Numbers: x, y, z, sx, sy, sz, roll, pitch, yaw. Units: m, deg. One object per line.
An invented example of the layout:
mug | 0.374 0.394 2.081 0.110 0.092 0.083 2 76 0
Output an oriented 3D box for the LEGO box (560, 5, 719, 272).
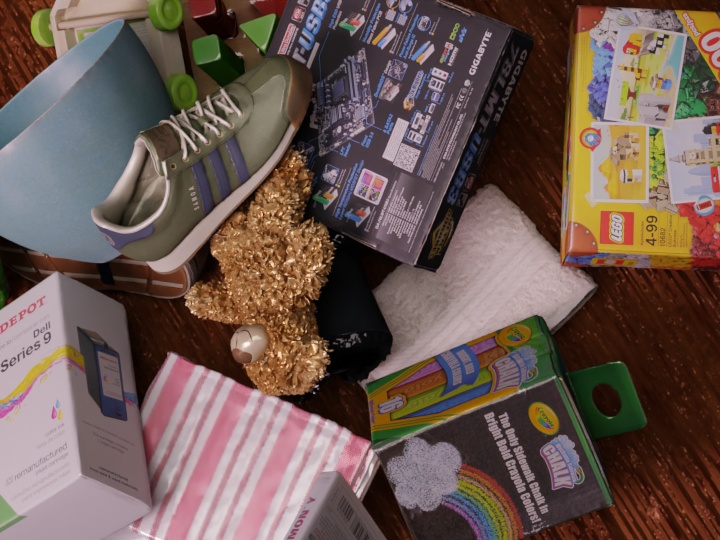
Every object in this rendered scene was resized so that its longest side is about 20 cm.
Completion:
LEGO box | 0.239 -0.103 1.671 0.149 0.077 0.200 2 80 1

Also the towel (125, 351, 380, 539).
towel | -0.097 0.167 1.656 0.200 0.030 0.147 23 83 17

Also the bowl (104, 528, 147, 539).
bowl | -0.153 0.266 1.699 0.200 0.075 0.200 -27 77 5

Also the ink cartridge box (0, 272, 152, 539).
ink cartridge box | -0.256 0.125 1.678 0.145 0.087 0.200 -31 49 25

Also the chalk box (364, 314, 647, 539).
chalk box | 0.119 0.125 1.622 0.200 0.124 0.125 -21 111 5

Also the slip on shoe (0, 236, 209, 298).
slip on shoe | -0.224 -0.026 1.774 0.200 0.076 0.061 7 42 20

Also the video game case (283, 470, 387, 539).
video game case | -0.012 0.285 1.580 0.023 0.200 0.182 -8 37 37

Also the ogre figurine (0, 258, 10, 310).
ogre figurine | -0.355 0.005 1.733 0.120 0.200 0.098 -14 52 -9

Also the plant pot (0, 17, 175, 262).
plant pot | -0.219 -0.086 1.673 0.200 0.200 0.135 -42 107 2

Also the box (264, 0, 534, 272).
box | 0.010 -0.127 1.634 0.198 0.050 0.200 25 96 30

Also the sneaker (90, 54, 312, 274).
sneaker | -0.125 -0.088 1.577 0.200 0.090 0.067 -51 48 12

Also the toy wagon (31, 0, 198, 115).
toy wagon | -0.202 -0.156 1.768 0.155 0.040 0.200 -1 104 39

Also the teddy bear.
teddy bear | -0.077 -0.003 1.609 0.145 0.067 0.200 7 91 33

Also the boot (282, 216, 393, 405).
boot | 0.000 0.000 1.684 0.200 0.076 0.168 -31 50 11

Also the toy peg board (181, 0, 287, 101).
toy peg board | -0.064 -0.251 1.759 0.200 0.098 0.199 -13 78 8

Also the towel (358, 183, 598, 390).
towel | 0.079 0.037 1.713 0.200 0.034 0.133 -45 76 1
